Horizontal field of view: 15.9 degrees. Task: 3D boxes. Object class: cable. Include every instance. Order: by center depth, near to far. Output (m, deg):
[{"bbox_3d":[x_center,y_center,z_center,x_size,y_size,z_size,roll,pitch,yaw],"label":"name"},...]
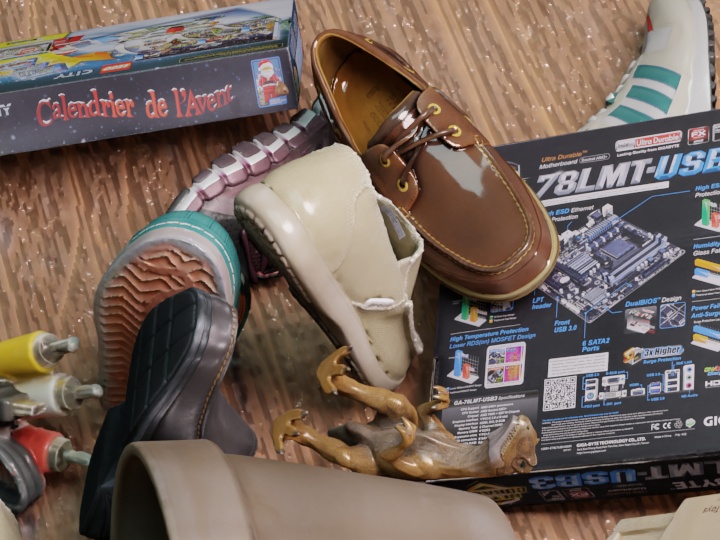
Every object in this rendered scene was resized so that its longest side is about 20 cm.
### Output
[{"bbox_3d":[-0.224,0.075,1.408,0.200,0.097,0.050,6,17,38],"label":"cable"}]

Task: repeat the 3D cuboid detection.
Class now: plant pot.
[{"bbox_3d":[-0.017,0.172,1.218,0.173,0.200,0.200,-5,48,-16],"label":"plant pot"}]

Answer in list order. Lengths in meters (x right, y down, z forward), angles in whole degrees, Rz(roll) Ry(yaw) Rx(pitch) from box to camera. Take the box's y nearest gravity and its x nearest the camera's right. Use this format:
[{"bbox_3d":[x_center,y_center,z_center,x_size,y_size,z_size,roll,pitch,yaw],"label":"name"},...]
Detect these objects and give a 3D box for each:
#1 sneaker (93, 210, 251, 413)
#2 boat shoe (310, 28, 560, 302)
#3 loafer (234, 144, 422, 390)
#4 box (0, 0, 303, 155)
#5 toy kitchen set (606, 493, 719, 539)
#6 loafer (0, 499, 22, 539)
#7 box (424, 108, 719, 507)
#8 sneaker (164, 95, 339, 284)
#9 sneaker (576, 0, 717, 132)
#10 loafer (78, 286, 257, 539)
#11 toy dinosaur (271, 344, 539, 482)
[{"bbox_3d":[-0.094,0.012,1.336,0.071,0.200,0.080,24,59,1],"label":"sneaker"},{"bbox_3d":[0.030,-0.058,1.364,0.072,0.068,0.200,-41,51,2],"label":"boat shoe"},{"bbox_3d":[0.000,0.000,1.318,0.068,0.200,0.076,-39,64,-2],"label":"loafer"},{"bbox_3d":[-0.135,-0.113,1.505,0.199,0.038,0.137,-9,19,3],"label":"box"},{"bbox_3d":[0.196,0.222,1.198,0.200,0.181,0.163,-15,30,53],"label":"toy kitchen set"},{"bbox_3d":[-0.194,0.153,1.316,0.200,0.076,0.068,29,65,30],"label":"loafer"},{"bbox_3d":[0.136,0.019,1.334,0.199,0.050,0.199,-8,59,24],"label":"box"},{"bbox_3d":[-0.020,-0.027,1.436,0.115,0.076,0.200,36,64,28],"label":"sneaker"},{"bbox_3d":[0.152,-0.082,1.451,0.093,0.070,0.200,1,54,3],"label":"sneaker"},{"bbox_3d":[-0.085,0.075,1.286,0.072,0.200,0.073,13,56,-11],"label":"loafer"},{"bbox_3d":[0.007,0.086,1.272,0.200,0.106,0.061,3,65,58],"label":"toy dinosaur"}]
